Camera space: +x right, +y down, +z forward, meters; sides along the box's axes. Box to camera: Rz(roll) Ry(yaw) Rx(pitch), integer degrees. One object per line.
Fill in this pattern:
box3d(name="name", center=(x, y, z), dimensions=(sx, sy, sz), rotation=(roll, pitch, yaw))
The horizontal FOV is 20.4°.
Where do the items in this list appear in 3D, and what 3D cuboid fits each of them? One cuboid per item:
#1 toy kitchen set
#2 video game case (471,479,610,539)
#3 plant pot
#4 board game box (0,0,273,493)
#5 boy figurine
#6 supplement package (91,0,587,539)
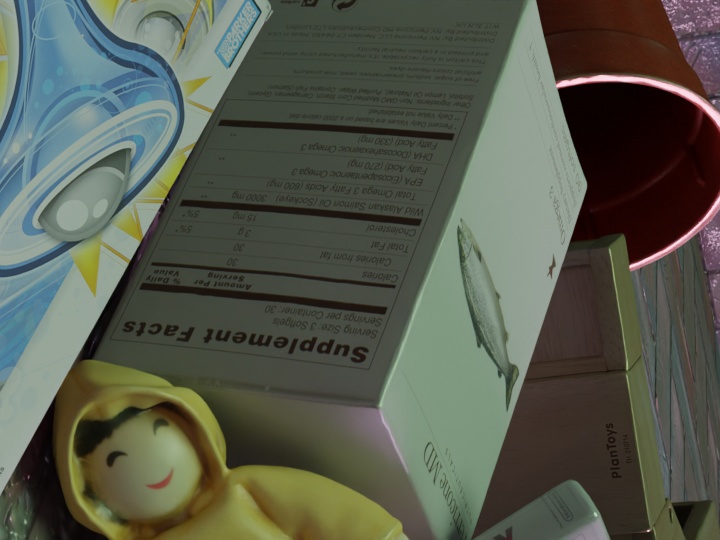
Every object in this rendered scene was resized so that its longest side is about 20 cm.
box3d(name="toy kitchen set", center=(0.071, 0.084, 0.967), dimensions=(0.180, 0.162, 0.201), rotation=(-30, 111, -71))
box3d(name="video game case", center=(0.030, 0.179, 0.774), dimensions=(0.023, 0.182, 0.200), rotation=(56, -5, 37))
box3d(name="plant pot", center=(0.127, -0.127, 1.303), dimensions=(0.201, 0.200, 0.196), rotation=(64, 14, -50))
box3d(name="board game box", center=(-0.102, -0.025, 0.449), dimensions=(0.201, 0.034, 0.135), rotation=(-63, 146, -20))
box3d(name="boy figurine", center=(-0.035, 0.113, 0.658), dimensions=(0.201, 0.124, 0.064), rotation=(62, -4, -2))
box3d(name="supplement package", center=(0.000, 0.000, 0.765), dimensions=(0.117, 0.117, 0.201), rotation=(68, 35, -47))
